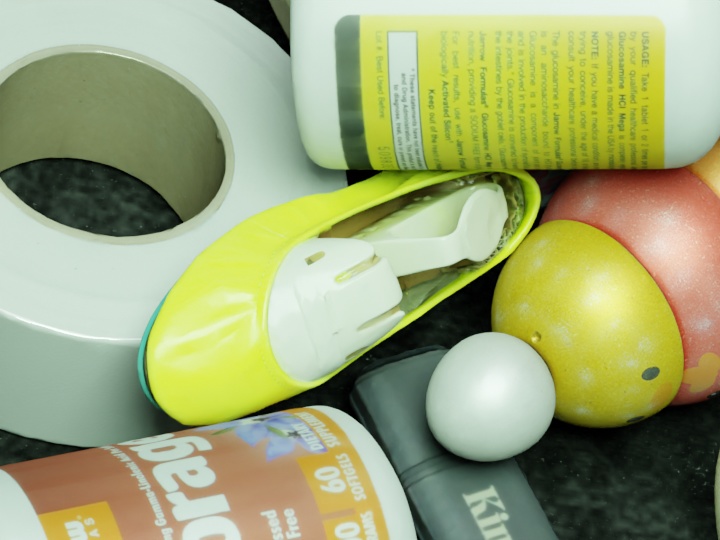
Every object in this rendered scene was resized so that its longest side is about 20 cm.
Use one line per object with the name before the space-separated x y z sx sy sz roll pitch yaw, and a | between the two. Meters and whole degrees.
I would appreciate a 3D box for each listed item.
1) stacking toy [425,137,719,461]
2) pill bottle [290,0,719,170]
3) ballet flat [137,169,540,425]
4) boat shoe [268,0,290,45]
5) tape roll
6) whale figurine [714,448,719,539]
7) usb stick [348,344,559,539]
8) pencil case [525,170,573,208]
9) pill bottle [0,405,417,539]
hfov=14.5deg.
stacking toy | 0.101 0.017 1.134 0.200 0.146 0.146 -35 68 -29
pill bottle | 0.077 -0.094 1.081 0.199 0.113 0.113 1 48 6
ballet flat | 0.000 0.000 1.070 0.067 0.067 0.200 -3 19 40
boat shoe | -0.010 -0.138 1.236 0.068 0.072 0.201 -24 49 4
tape roll | -0.107 -0.029 1.141 0.201 0.071 0.203 10 48 -11
whale figurine | 0.238 0.094 1.120 0.199 0.104 0.160 5 76 -30
usb stick | 0.055 0.114 1.099 0.055 0.033 0.201 -10 55 -27
pencil case | 0.061 -0.118 1.264 0.090 0.083 0.201 -1 48 6
pill bottle | -0.087 0.118 0.994 0.199 0.112 0.113 -10 55 -26
